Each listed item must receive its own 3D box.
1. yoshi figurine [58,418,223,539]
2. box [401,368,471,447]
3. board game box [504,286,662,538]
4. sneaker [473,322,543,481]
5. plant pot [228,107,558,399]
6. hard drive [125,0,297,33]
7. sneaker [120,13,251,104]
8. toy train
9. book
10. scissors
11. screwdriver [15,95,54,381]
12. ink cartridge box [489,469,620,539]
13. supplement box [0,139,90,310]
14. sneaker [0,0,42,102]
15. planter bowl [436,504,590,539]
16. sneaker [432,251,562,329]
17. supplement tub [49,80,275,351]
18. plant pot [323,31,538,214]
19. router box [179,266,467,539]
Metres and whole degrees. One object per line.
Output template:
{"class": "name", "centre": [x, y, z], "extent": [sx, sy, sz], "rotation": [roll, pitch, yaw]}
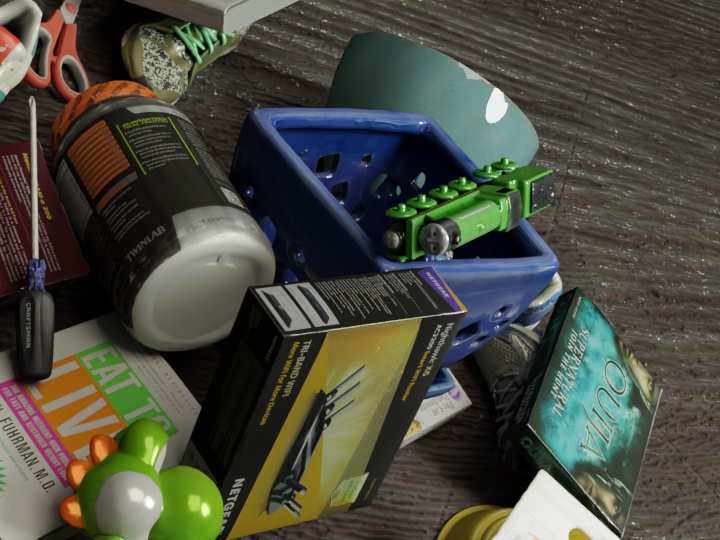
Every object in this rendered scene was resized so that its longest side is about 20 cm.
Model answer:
{"class": "yoshi figurine", "centre": [-0.140, 0.196, 0.957], "extent": [0.112, 0.112, 0.201], "rotation": [59, 37, -52]}
{"class": "box", "centre": [0.017, 0.131, 1.241], "extent": [0.200, 0.039, 0.042], "rotation": [-19, 73, -50]}
{"class": "board game box", "centre": [0.200, 0.123, 1.320], "extent": [0.135, 0.028, 0.200], "rotation": [48, 38, -15]}
{"class": "sneaker", "centre": [0.157, 0.134, 1.348], "extent": [0.085, 0.077, 0.201], "rotation": [-24, 75, -47]}
{"class": "plant pot", "centre": [0.000, 0.000, 1.195], "extent": [0.199, 0.180, 0.200], "rotation": [-3, 44, -43]}
{"class": "hard drive", "centre": [-0.165, -0.261, 1.321], "extent": [0.199, 0.027, 0.132], "rotation": [22, 33, 22]}
{"class": "sneaker", "centre": [-0.141, -0.214, 1.333], "extent": [0.077, 0.088, 0.200], "rotation": [52, 37, -15]}
{"class": "toy train", "centre": [0.083, -0.044, 1.100], "extent": [0.200, 0.056, 0.042], "rotation": [-27, 122, -55]}
{"class": "book", "centre": [-0.207, 0.111, 1.043], "extent": [0.200, 0.048, 0.134], "rotation": [-23, 71, -49]}
{"class": "scissors", "centre": [-0.256, -0.221, 1.289], "extent": [0.073, 0.014, 0.201], "rotation": [30, 41, -35]}
{"class": "screwdriver", "centre": [-0.222, -0.024, 1.038], "extent": [0.028, 0.029, 0.201], "rotation": [10, 78, -49]}
{"class": "ink cartridge box", "centre": [0.131, 0.279, 1.149], "extent": [0.160, 0.047, 0.200], "rotation": [42, 67, -7]}
{"class": "supplement box", "centre": [-0.294, -0.019, 1.037], "extent": [0.199, 0.061, 0.109], "rotation": [-16, 82, -49]}
{"class": "sneaker", "centre": [-0.301, -0.142, 1.122], "extent": [0.070, 0.093, 0.200], "rotation": [41, 38, -10]}
{"class": "planter bowl", "centre": [0.158, 0.266, 1.228], "extent": [0.200, 0.083, 0.201], "rotation": [25, 44, -26]}
{"class": "sneaker", "centre": [0.101, 0.009, 1.397], "extent": [0.199, 0.077, 0.076], "rotation": [11, 53, -36]}
{"class": "supplement tub", "centre": [-0.156, -0.046, 1.137], "extent": [0.122, 0.123, 0.200], "rotation": [6, 38, -41]}
{"class": "plant pot", "centre": [0.042, -0.102, 1.371], "extent": [0.200, 0.200, 0.135], "rotation": [35, 77, -17]}
{"class": "router box", "centre": [-0.032, 0.094, 1.047], "extent": [0.157, 0.201, 0.052], "rotation": [-7, 44, -37]}
